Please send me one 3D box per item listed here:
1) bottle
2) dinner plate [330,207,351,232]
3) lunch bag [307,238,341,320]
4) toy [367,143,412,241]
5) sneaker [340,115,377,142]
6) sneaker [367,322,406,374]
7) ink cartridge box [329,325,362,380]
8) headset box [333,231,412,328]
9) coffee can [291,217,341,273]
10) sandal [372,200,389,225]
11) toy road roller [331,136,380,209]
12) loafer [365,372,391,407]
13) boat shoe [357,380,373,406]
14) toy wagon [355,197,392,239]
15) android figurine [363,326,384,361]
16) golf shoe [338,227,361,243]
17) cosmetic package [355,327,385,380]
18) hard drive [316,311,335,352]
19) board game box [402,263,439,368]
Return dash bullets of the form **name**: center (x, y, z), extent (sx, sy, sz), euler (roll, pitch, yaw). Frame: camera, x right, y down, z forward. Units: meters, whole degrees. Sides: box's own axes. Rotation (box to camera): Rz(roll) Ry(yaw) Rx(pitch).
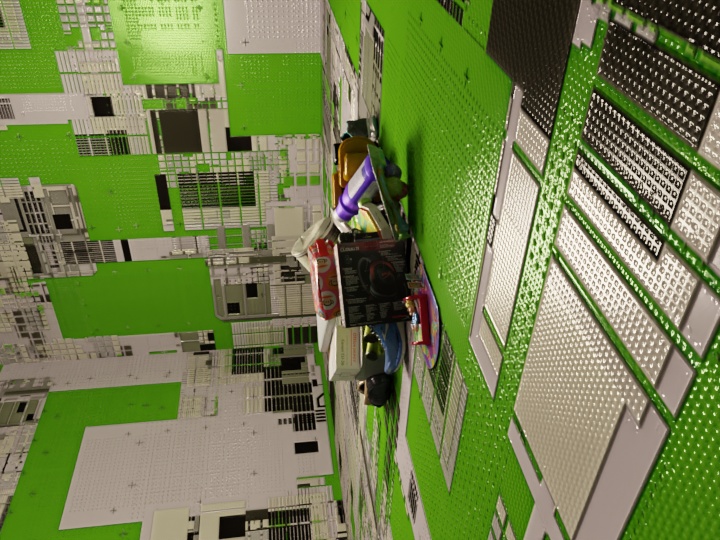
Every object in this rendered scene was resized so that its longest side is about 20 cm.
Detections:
- **bottle**: center (0.000, -0.192, 1.554), extent (0.200, 0.065, 0.084), euler (-50, 28, 41)
- **dinner plate**: center (-0.018, -0.087, 1.704), extent (0.200, 0.024, 0.200), euler (47, -175, -5)
- **lunch bag**: center (-0.080, 0.009, 1.513), extent (0.200, 0.082, 0.177), euler (-123, 24, -70)
- **toy**: center (0.072, -0.160, 1.310), extent (0.115, 0.047, 0.201), euler (-13, -89, -73)
- **sneaker**: center (-0.010, -0.351, 1.736), extent (0.200, 0.091, 0.078), euler (103, 163, -65)
- **sneaker**: center (0.055, 0.135, 1.456), extent (0.079, 0.089, 0.201), euler (177, 90, -84)
- **ink cartridge box**: center (-0.040, 0.212, 1.674), extent (0.200, 0.067, 0.117), euler (115, 155, -67)
- **headset box**: center (0.025, 0.016, 1.381), extent (0.075, 0.148, 0.201), euler (151, 112, -81)
- **coffee can**: center (-0.072, -0.026, 1.778), extent (0.200, 0.146, 0.146), euler (47, -172, -21)
- **sandal**: center (0.052, -0.136, 1.566), extent (0.200, 0.048, 0.076), euler (-156, 63, -67)
- **toy road roller**: center (-0.007, -0.239, 1.635), extent (0.146, 0.122, 0.201), euler (-124, 32, -75)
- **loafer**: center (0.051, 0.311, 1.666), extent (0.201, 0.068, 0.071), euler (92, 164, -69)
- **boat shoe**: center (0.023, 0.326, 1.868), extent (0.200, 0.064, 0.072), euler (-115, 23, -70)
- **toy wagon**: center (0.034, -0.070, 1.524), extent (0.156, 0.039, 0.200), euler (61, 162, 23)
- **android figurine**: center (0.042, 0.118, 1.575), extent (0.200, 0.041, 0.183), euler (-74, -17, -50)
- **golf shoe**: center (0.000, 0.000, 1.525), extent (0.088, 0.077, 0.201), euler (93, 166, -67)
- **cosmetic package**: center (0.018, 0.203, 1.782), extent (0.200, 0.090, 0.107), euler (-101, 14, -61)
- **hard drive**: center (-0.091, 0.113, 1.727), extent (0.200, 0.026, 0.132), euler (106, 161, -53)
- **board game box**: center (0.106, 0.089, 1.226), extent (0.200, 0.039, 0.159), euler (-102, 12, -51)
